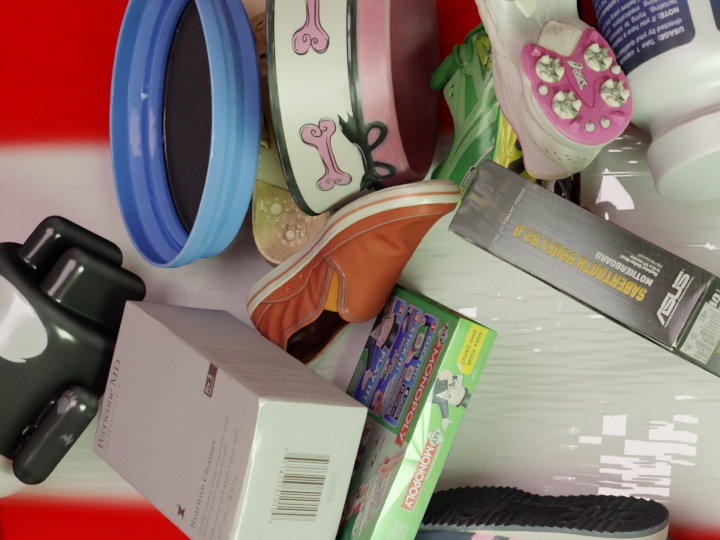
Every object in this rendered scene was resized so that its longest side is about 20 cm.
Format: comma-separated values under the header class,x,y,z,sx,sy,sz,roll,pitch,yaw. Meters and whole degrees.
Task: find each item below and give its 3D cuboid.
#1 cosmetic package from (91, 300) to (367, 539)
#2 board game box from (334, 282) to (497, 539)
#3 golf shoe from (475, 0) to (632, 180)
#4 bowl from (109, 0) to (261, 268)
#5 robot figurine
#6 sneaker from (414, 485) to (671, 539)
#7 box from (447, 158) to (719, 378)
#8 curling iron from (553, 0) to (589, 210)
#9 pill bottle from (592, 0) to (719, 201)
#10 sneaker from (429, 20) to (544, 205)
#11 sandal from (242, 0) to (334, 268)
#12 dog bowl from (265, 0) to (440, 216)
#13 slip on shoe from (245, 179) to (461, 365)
class,x,y,z,sx,sy,sz,roll,pitch,yaw
cosmetic package,-0.086,0.101,1.567,0.200,0.081,0.113,27,107,55
board game box,0.013,0.114,1.543,0.200,0.029,0.135,-68,21,2
golf shoe,0.097,-0.145,1.489,0.092,0.075,0.200,116,144,-58
bowl,-0.116,-0.102,1.643,0.201,0.039,0.201,179,90,-66
robot figurine,-0.232,0.063,1.690,0.125,0.150,0.200,37,100,-4
sneaker,0.100,0.179,1.504,0.200,0.070,0.082,2,110,41
box,0.162,0.012,1.420,0.158,0.200,0.048,28,91,31
curling iron,0.131,-0.106,1.532,0.026,0.050,0.200,-1,93,-11
pill bottle,0.199,-0.150,1.481,0.116,0.116,0.200,-20,70,26
sneaker,0.085,-0.135,1.570,0.084,0.074,0.200,10,86,28
sandal,-0.052,-0.109,1.634,0.078,0.070,0.212,-7,75,4
dog bowl,0.000,-0.135,1.557,0.074,0.200,0.200,-1,79,12
slip on shoe,0.000,0.000,1.575,0.200,0.074,0.061,-39,67,42
